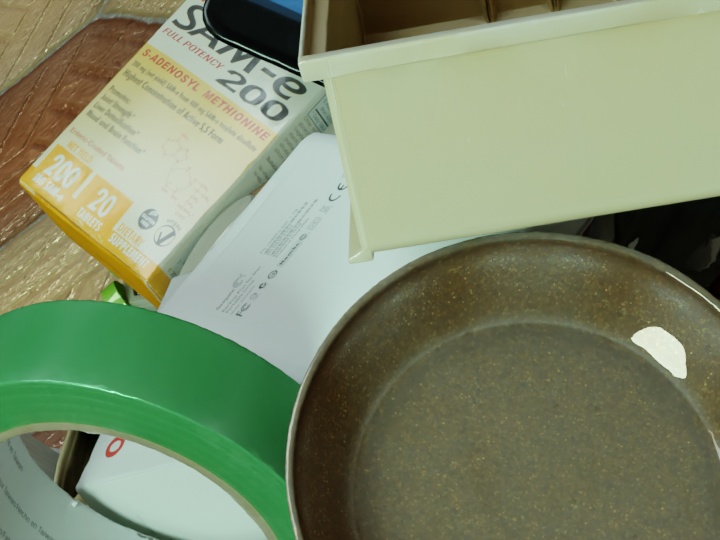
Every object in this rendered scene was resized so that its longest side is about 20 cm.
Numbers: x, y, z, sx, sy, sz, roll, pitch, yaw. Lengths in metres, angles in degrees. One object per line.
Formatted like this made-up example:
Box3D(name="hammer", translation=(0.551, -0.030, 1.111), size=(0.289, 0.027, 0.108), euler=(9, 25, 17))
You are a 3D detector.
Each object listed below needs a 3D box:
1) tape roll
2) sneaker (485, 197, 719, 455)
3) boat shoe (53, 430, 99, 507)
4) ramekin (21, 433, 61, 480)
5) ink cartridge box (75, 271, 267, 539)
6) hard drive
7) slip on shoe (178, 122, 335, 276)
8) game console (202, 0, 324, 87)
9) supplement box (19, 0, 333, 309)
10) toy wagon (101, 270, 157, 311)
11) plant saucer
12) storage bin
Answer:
Box3D(name="tape roll", translation=(-0.095, 0.097, 0.959), size=(0.200, 0.201, 0.048), euler=(-19, 36, 37))
Box3D(name="sneaker", translation=(0.095, 0.037, 0.953), size=(0.086, 0.080, 0.200), euler=(-30, 22, 55))
Box3D(name="boat shoe", translation=(-0.125, 0.083, 1.164), size=(0.073, 0.063, 0.200), euler=(-34, 29, 18))
Box3D(name="ramekin", translation=(-0.240, 0.157, 1.178), size=(0.202, 0.094, 0.203), euler=(-32, 30, 20))
Box3D(name="ink cartridge box", translation=(-0.019, 0.057, 1.041), size=(0.199, 0.086, 0.147), euler=(-16, 38, 36))
Box3D(name="hard drive", translation=(0.000, 0.000, 0.979), size=(0.132, 0.026, 0.200), euler=(-51, 32, -17))
Box3D(name="slip on shoe", translation=(-0.022, -0.015, 1.167), size=(0.200, 0.076, 0.060), euler=(-44, 43, -12))
Box3D(name="game console", translation=(0.040, -0.188, 1.141), size=(0.175, 0.116, 0.201), euler=(-10, 49, 55))
Box3D(name="supplement box", translation=(-0.075, -0.078, 1.225), size=(0.126, 0.074, 0.200), euler=(35, 79, 37))
Box3D(name="toy wagon", translation=(-0.092, -0.046, 1.325), size=(0.155, 0.040, 0.200), euler=(-38, 28, 8))
Box3D(name="plant saucer", translation=(0.070, 0.082, 0.841), size=(0.201, 0.200, 0.037), euler=(-57, -13, -24))
Box3D(name="storage bin", translation=(0.084, -0.102, 0.916), size=(0.198, 0.094, 0.199), euler=(-10, 29, 6))
